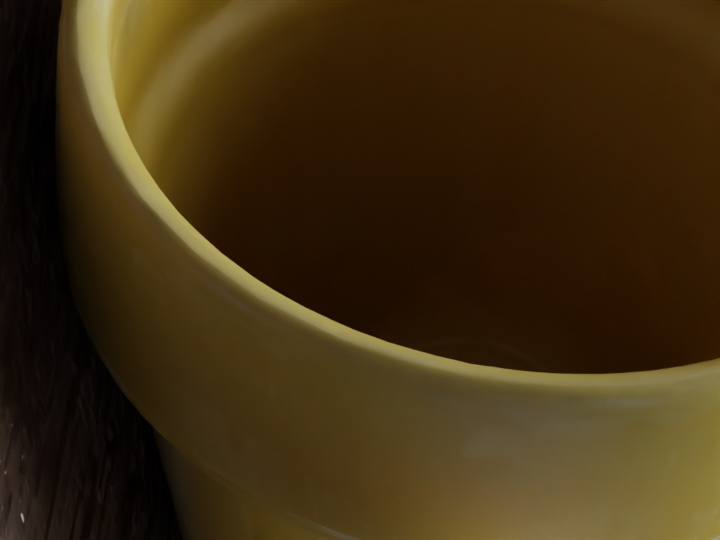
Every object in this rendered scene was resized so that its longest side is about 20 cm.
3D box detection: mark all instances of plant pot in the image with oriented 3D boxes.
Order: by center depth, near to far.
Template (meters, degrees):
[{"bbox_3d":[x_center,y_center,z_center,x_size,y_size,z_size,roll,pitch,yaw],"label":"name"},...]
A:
[{"bbox_3d":[0.028,0.011,0.684,0.189,0.200,0.201,98,-9,-50],"label":"plant pot"}]
